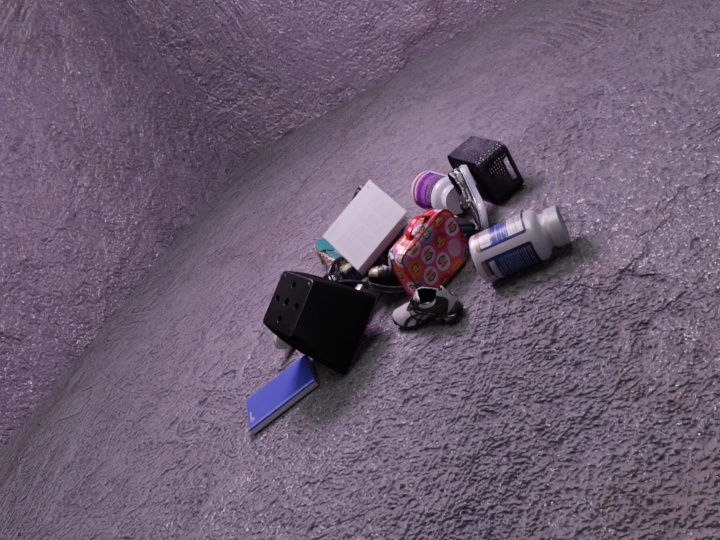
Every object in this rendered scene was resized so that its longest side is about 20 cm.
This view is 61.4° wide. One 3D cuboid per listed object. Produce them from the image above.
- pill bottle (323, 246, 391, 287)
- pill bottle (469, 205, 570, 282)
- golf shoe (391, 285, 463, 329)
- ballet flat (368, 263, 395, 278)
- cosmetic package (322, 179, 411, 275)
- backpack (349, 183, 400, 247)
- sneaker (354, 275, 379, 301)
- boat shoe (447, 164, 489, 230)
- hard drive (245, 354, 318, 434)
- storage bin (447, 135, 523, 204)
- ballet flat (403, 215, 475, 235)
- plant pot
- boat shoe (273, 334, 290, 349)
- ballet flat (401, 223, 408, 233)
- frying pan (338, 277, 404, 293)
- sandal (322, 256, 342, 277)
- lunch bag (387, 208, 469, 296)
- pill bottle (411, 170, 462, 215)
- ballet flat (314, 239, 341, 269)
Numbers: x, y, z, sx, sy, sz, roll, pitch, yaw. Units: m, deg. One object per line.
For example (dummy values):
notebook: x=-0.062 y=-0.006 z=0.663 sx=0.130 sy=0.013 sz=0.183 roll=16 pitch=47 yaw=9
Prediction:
pill bottle: x=0.000 y=0.000 z=1.668 sx=0.198 sy=0.113 sz=0.112 roll=-33 pitch=25 yaw=10
pill bottle: x=0.344 y=-0.061 z=1.311 sx=0.197 sy=0.112 sz=0.112 roll=-25 pitch=27 yaw=26
golf shoe: x=0.138 y=0.074 z=1.381 sx=0.197 sy=0.095 sz=0.078 roll=-15 pitch=33 yaw=43
ballet flat: x=0.113 y=-0.024 z=1.563 sx=0.195 sy=0.058 sz=0.067 roll=-17 pitch=18 yaw=1
cosmetic package: x=0.016 y=-0.115 z=1.605 sx=0.151 sy=0.052 sz=0.201 roll=42 pitch=93 yaw=25
backpack: x=0.028 y=-0.123 z=1.767 sx=0.203 sy=0.150 sz=0.177 roll=-62 pitch=27 yaw=19
sneaker: x=-0.021 y=0.093 z=1.578 sx=0.078 sy=0.079 sz=0.202 roll=-3 pitch=43 yaw=42
boat shoe: x=0.280 y=-0.183 z=1.574 sx=0.055 sy=0.069 sz=0.204 roll=-18 pitch=61 yaw=5
hard drive: x=-0.199 y=0.306 z=1.518 sx=0.198 sy=0.026 sz=0.132 roll=-37 pitch=25 yaw=1
storage bin: x=0.337 y=-0.276 z=1.654 sx=0.093 sy=0.136 sz=0.200 roll=-38 pitch=25 yaw=-5
ballet flat: x=0.200 y=-0.113 z=1.558 sx=0.195 sy=0.075 sz=0.073 roll=-15 pitch=23 yaw=-10
plant pot: x=-0.113 y=0.104 z=1.458 sx=0.197 sy=0.176 sz=0.204 roll=16 pitch=80 yaw=49
boat shoe: x=-0.196 y=0.154 z=1.721 sx=0.061 sy=0.075 sz=0.201 roll=-25 pitch=23 yaw=35
ballet flat: x=0.178 y=-0.106 z=1.682 sx=0.069 sy=0.070 sz=0.200 roll=-39 pitch=27 yaw=-6
frying pan: x=0.048 y=0.038 z=1.527 sx=0.187 sy=0.032 sz=0.114 roll=-10 pitch=18 yaw=-43
sandal: x=-0.083 y=0.041 z=1.770 sx=0.054 sy=0.081 sz=0.202 roll=-21 pitch=35 yaw=56
lunch bag: x=0.162 y=-0.049 z=1.457 sx=0.200 sy=0.178 sz=0.081 roll=-45 pitch=29 yaw=-20
pill bottle: x=0.229 y=-0.217 z=1.727 sx=0.112 sy=0.113 sz=0.200 roll=-39 pitch=25 yaw=-5
ballet flat: x=-0.100 y=-0.037 z=1.899 sx=0.074 sy=0.066 sz=0.200 roll=0 pitch=21 yaw=-25
